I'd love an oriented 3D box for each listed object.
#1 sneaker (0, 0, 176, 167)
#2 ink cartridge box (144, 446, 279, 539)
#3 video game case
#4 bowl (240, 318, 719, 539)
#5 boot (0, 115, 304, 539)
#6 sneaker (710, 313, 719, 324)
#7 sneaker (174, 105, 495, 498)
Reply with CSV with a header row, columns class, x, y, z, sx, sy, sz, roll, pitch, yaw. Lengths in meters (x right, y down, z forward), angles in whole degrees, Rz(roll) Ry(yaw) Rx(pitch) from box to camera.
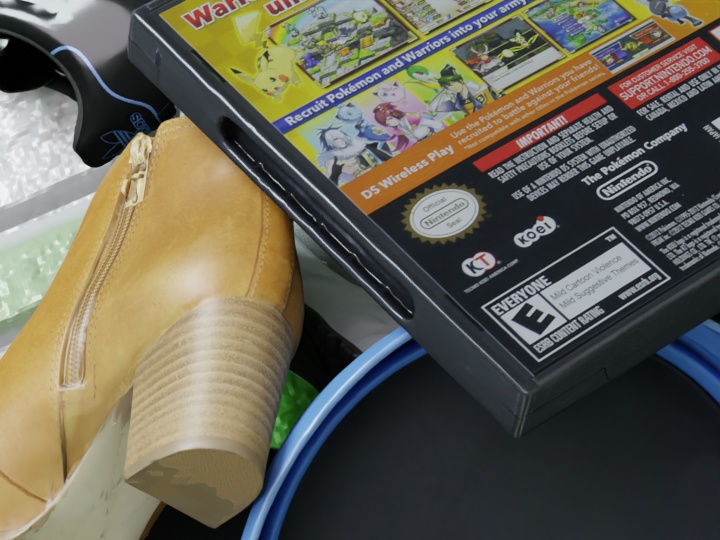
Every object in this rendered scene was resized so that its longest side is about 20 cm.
class,x,y,z,sx,sy,sz,roll,pitch,yaw
sneaker,-0.137,-0.120,0.946,0.200,0.070,0.078,40,84,24
ink cartridge box,-0.068,0.099,0.850,0.198,0.037,0.095,13,69,12
video game case,0.061,-0.057,0.782,0.199,0.026,0.181,-29,59,-30
bowl,0.056,0.102,0.773,0.199,0.039,0.202,-2,96,-14
boot,-0.091,0.036,0.812,0.201,0.071,0.145,-29,39,33
sneaker,0.079,-0.025,0.843,0.199,0.070,0.094,32,80,21
sneaker,0.000,0.000,0.865,0.079,0.074,0.200,-28,52,-20
